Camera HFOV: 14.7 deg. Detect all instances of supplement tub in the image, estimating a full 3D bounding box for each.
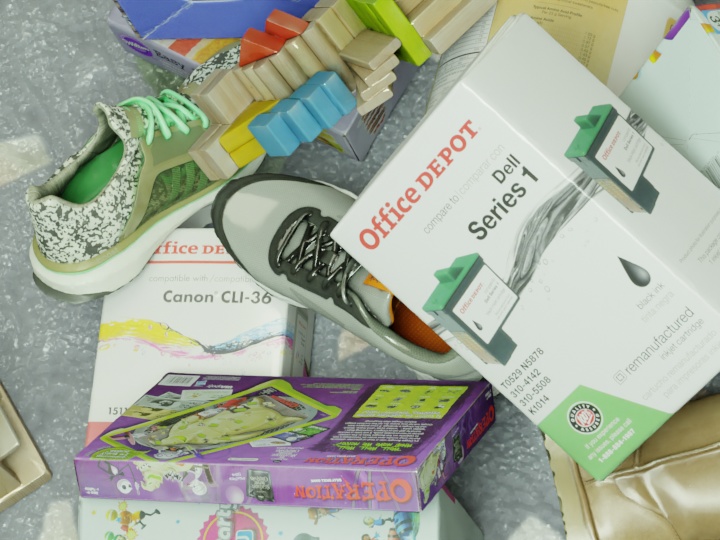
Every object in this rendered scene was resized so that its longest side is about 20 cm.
[{"bbox_3d":[0.115,-0.104,1.600,0.144,0.144,0.201,11,72,17],"label":"supplement tub"}]

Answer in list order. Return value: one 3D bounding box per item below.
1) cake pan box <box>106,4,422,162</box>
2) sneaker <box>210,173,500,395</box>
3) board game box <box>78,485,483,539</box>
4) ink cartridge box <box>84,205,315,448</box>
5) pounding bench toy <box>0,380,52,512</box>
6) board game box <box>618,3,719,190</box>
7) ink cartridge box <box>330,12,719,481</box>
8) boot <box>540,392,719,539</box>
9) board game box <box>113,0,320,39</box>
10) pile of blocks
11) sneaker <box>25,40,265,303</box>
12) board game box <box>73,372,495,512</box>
[{"bbox_3d":[-0.030,-0.190,1.719,0.184,0.052,0.201,28,78,19],"label":"cake pan box"},{"bbox_3d":[0.000,0.000,1.553,0.200,0.079,0.074,30,87,20],"label":"sneaker"},{"bbox_3d":[-0.040,0.163,1.534,0.199,0.148,0.065,-5,71,11],"label":"board game box"},{"bbox_3d":[-0.091,0.040,1.635,0.116,0.068,0.201,0,69,14],"label":"ink cartridge box"},{"bbox_3d":[-0.263,0.111,1.601,0.124,0.156,0.200,-32,66,-1],"label":"pounding bench toy"},{"bbox_3d":[0.249,-0.081,1.525,0.199,0.105,0.103,-8,58,-38],"label":"board game box"},{"bbox_3d":[0.104,-0.012,1.454,0.200,0.146,0.084,41,42,1],"label":"ink cartridge box"},{"bbox_3d":[0.201,0.076,1.560,0.199,0.066,0.176,-15,76,7],"label":"boot"},{"bbox_3d":[-0.062,-0.249,1.669,0.158,0.097,0.201,0,70,13],"label":"board game box"},{"bbox_3d":[-0.023,-0.122,1.562,0.200,0.062,0.082,-34,23,13],"label":"pile of blocks"},{"bbox_3d":[-0.120,-0.073,1.611,0.077,0.089,0.200,28,64,31],"label":"sneaker"},{"bbox_3d":[-0.040,0.091,1.496,0.199,0.120,0.032,1,107,24],"label":"board game box"}]
